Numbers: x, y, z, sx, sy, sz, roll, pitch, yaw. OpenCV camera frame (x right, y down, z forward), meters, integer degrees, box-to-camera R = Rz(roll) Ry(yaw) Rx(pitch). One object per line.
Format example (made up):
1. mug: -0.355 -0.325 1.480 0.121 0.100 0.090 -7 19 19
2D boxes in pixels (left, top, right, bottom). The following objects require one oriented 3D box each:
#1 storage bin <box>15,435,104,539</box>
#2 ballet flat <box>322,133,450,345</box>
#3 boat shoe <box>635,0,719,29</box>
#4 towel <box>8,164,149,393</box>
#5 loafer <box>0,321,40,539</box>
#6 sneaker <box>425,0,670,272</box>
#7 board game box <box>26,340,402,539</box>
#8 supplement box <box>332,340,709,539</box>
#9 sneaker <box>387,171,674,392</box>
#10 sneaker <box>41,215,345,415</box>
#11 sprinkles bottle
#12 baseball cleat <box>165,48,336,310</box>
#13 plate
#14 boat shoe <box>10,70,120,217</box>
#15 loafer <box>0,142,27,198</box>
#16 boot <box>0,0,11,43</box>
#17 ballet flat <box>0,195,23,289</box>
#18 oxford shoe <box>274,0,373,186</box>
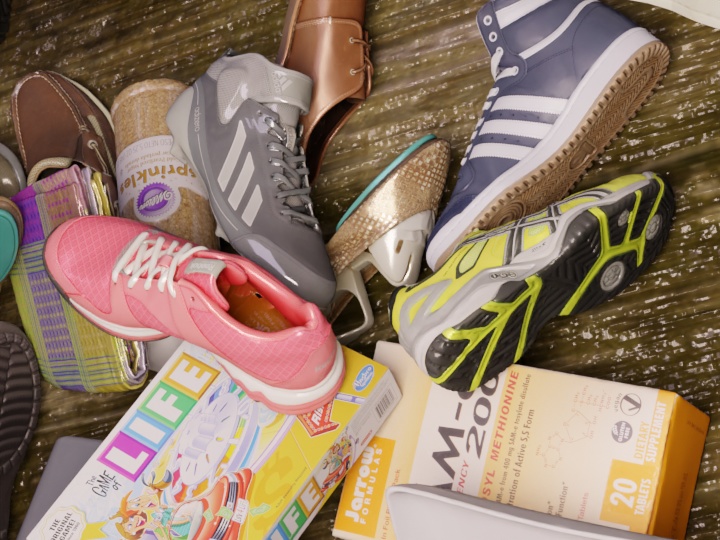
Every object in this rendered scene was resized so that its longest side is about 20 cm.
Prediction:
1. storage bin: -0.137 0.183 1.217 0.198 0.146 0.135 3 68 27
2. ballet flat: 0.000 0.000 1.234 0.200 0.070 0.065 -45 71 19
3. boat shoe: 0.188 -0.203 1.192 0.201 0.060 0.073 30 120 30
4. towel: -0.192 0.011 1.259 0.200 0.023 0.145 -11 94 64
5. loafer: -0.279 0.131 1.320 0.071 0.073 0.202 14 92 34
6. sneaker: 0.092 -0.094 1.206 0.200 0.070 0.108 -47 63 3
7. board game box: -0.086 0.117 1.137 0.134 0.034 0.200 24 65 32
8. supplement box: 0.095 0.123 1.143 0.199 0.073 0.127 8 80 29
9. sneaker: 0.103 -0.010 1.140 0.199 0.076 0.076 -30 44 -21
10. sneaker: -0.096 0.007 1.116 0.199 0.087 0.074 24 63 12
11. sprinkles bottle: -0.129 -0.032 1.279 0.068 0.068 0.201 -23 55 20
12. baseball cleat: -0.057 -0.067 1.203 0.107 0.070 0.200 -49 55 17
13. plate: 0.122 0.202 1.067 0.199 0.201 0.032 10 42 29
14. boat shoe: -0.201 -0.069 1.344 0.075 0.075 0.203 -40 63 12
15. loafer: -0.326 -0.057 1.396 0.199 0.070 0.076 4 110 34
16. boot: -0.344 -0.263 1.466 0.157 0.079 0.213 0 77 27
17. ballet flat: -0.276 -0.005 1.328 0.067 0.201 0.073 2 51 -17
18. oxford shoe: -0.015 -0.150 1.280 0.071 0.071 0.201 26 100 25
